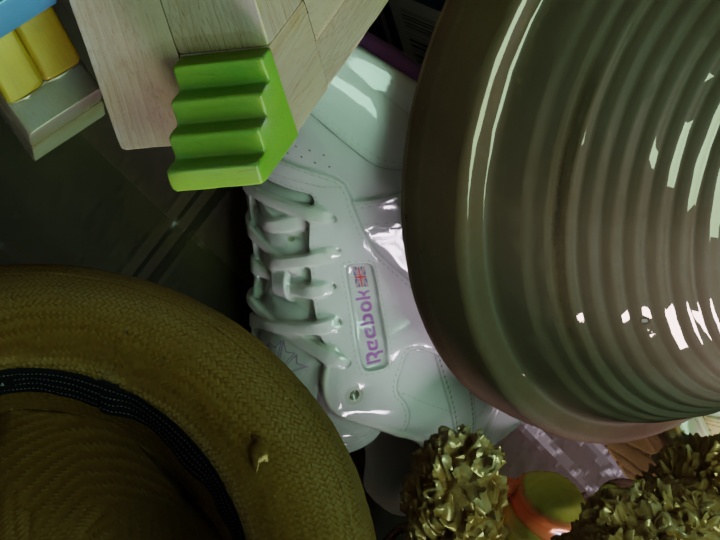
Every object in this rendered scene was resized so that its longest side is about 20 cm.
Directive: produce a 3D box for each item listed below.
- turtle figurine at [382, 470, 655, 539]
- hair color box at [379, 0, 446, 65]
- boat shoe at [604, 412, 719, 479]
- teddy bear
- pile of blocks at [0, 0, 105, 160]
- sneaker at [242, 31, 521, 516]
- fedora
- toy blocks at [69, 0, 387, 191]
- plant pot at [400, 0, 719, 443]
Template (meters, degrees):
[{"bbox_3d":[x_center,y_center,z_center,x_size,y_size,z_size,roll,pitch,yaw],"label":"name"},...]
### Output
[{"bbox_3d":[0.027,0.111,0.900,0.200,0.064,0.161,-29,161,-44],"label":"turtle figurine"},{"bbox_3d":[0.099,-0.115,0.901,0.200,0.061,0.100,-36,129,-23],"label":"hair color box"},{"bbox_3d":[0.114,0.024,0.968,0.069,0.074,0.200,-38,129,-15],"label":"boat shoe"},{"bbox_3d":[0.068,0.108,0.791,0.200,0.067,0.145,0,70,-31],"label":"teddy bear"},{"bbox_3d":[-0.129,-0.098,0.685,0.062,0.082,0.200,-35,119,-11],"label":"pile of blocks"},{"bbox_3d":[0.000,0.000,0.858,0.100,0.075,0.200,-48,132,-15],"label":"sneaker"},{"bbox_3d":[-0.089,0.100,0.746,0.201,0.201,0.082,-46,169,-16],"label":"fedora"},{"bbox_3d":[-0.032,-0.128,0.733,0.200,0.100,0.137,-58,138,-52],"label":"toy blocks"},{"bbox_3d":[0.114,-0.035,0.834,0.201,0.093,0.201,-22,122,-40],"label":"plant pot"}]
